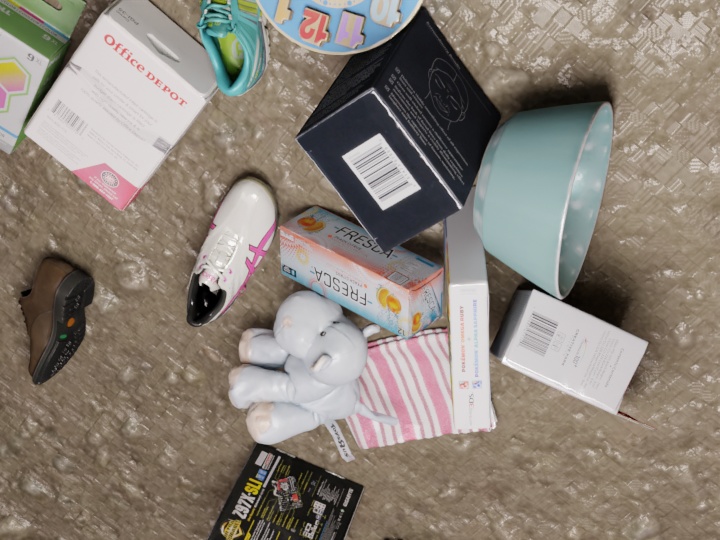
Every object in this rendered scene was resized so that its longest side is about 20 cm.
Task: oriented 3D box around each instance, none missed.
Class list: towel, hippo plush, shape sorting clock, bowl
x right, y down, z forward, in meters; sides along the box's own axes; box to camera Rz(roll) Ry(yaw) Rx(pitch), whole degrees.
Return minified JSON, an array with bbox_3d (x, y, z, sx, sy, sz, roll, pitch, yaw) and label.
[{"bbox_3d":[0.056,0.148,1.656,0.198,0.030,0.148,-13,116,25],"label":"towel"},{"bbox_3d":[-0.060,0.117,1.551,0.200,0.159,0.161,48,153,14],"label":"hippo plush"},{"bbox_3d":[-0.023,-0.317,1.350,0.197,0.039,0.203,4,106,15],"label":"shape sorting clock"},{"bbox_3d":[0.180,-0.080,1.370,0.104,0.201,0.203,13,125,18],"label":"bowl"}]

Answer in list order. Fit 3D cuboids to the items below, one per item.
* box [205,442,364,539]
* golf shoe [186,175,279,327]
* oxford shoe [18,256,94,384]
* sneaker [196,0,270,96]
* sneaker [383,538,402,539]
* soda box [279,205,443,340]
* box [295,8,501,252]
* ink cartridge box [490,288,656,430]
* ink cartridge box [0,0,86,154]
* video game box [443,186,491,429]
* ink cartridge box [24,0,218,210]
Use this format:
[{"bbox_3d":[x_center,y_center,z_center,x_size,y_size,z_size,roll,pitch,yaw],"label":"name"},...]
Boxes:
[{"bbox_3d":[-0.095,0.321,1.713,0.158,0.201,0.050,21,125,3],"label":"box"},{"bbox_3d":[-0.151,-0.016,1.582,0.072,0.092,0.201,25,125,3],"label":"golf shoe"},{"bbox_3d":[-0.399,0.061,1.738,0.084,0.073,0.201,34,126,15],"label":"oxford shoe"},{"bbox_3d":[-0.138,-0.279,1.415,0.076,0.080,0.202,-1,121,19],"label":"sneaker"},{"bbox_3d":[0.029,0.410,1.811,0.071,0.099,0.199,38,150,-23],"label":"sneaker"},{"bbox_3d":[0.000,0.000,1.509,0.199,0.063,0.069,27,132,35],"label":"soda box"},{"bbox_3d":[0.043,-0.144,1.366,0.106,0.201,0.149,-28,109,32],"label":"box"},{"bbox_3d":[0.237,0.092,1.451,0.174,0.200,0.085,25,90,1],"label":"ink cartridge box"},{"bbox_3d":[-0.398,-0.243,1.537,0.103,0.059,0.201,32,126,-4],"label":"ink cartridge box"},{"bbox_3d":[0.114,0.037,1.459,0.046,0.201,0.184,-4,121,4],"label":"video game box"},{"bbox_3d":[-0.260,-0.188,1.511,0.146,0.083,0.200,39,126,-8],"label":"ink cartridge box"}]
